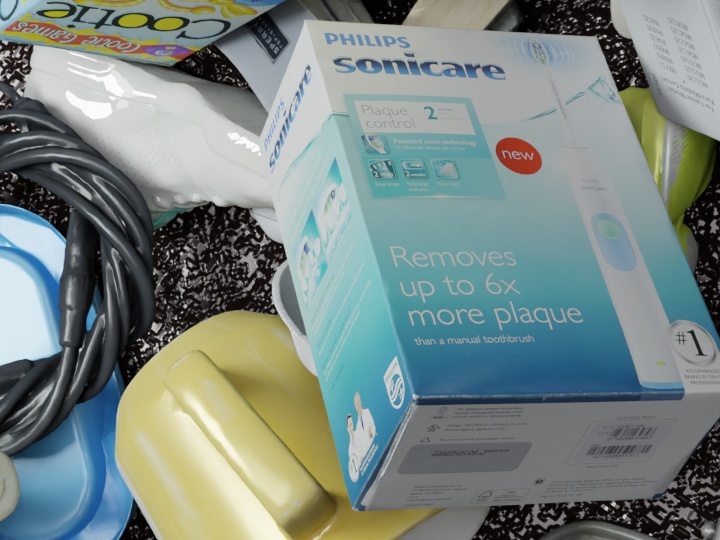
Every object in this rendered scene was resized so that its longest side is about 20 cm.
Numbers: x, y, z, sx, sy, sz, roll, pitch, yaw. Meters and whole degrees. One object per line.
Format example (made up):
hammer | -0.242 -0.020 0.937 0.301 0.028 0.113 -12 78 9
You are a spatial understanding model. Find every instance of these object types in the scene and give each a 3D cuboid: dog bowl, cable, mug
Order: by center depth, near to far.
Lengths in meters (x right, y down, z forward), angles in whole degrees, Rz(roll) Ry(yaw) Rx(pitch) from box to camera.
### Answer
mug | -0.035 0.091 0.940 0.153 0.149 0.187 49 142 19
cable | -0.196 0.015 0.990 0.163 0.051 0.200 40 93 7
dog bowl | -0.175 0.065 1.027 0.111 0.050 0.200 -17 84 11

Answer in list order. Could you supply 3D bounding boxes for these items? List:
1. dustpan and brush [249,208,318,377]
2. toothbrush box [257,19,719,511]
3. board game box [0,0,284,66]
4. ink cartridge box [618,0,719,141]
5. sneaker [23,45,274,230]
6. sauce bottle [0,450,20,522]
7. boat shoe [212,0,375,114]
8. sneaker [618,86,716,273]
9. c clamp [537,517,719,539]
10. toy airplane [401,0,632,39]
dustpan and brush | 0.000 0.000 0.947 0.139 0.200 0.057 -18 104 -28
toothbrush box | 0.052 -0.005 0.836 0.146 0.085 0.200 1 51 -21
board game box | -0.085 -0.175 0.904 0.200 0.103 0.105 -18 70 54
ink cartridge box | 0.220 -0.145 0.885 0.200 0.084 0.176 -33 122 -13
sneaker | -0.092 -0.054 1.005 0.200 0.075 0.089 25 104 28
sauce bottle | -0.236 0.131 0.981 0.200 0.065 0.065 -25 80 45
boat shoe | -0.037 -0.129 0.998 0.074 0.065 0.200 -42 58 25
sneaker | 0.108 0.006 0.966 0.105 0.076 0.200 14 90 31
c clamp | 0.131 0.204 0.935 0.171 0.027 0.200 19 86 33
toy airplane | 0.091 -0.206 0.947 0.200 0.141 0.199 -13 116 7
